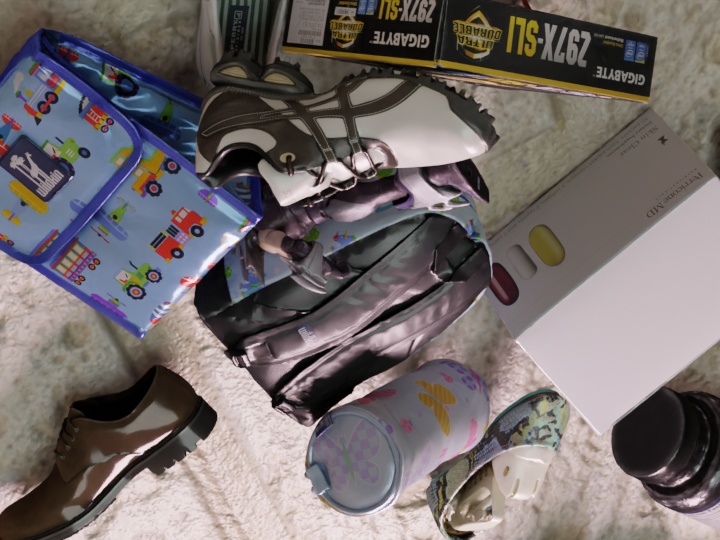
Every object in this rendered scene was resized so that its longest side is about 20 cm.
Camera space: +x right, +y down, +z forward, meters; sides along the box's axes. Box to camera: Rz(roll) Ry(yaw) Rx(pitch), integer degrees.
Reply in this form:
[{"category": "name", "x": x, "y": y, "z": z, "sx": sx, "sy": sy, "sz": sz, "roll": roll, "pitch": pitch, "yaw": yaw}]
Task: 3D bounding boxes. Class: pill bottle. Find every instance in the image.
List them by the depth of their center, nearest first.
[{"category": "pill bottle", "x": 0.327, "y": 0.178, "z": 1.394, "sx": 0.199, "sy": 0.112, "sz": 0.112, "roll": 26, "pitch": 111, "yaw": -35}]

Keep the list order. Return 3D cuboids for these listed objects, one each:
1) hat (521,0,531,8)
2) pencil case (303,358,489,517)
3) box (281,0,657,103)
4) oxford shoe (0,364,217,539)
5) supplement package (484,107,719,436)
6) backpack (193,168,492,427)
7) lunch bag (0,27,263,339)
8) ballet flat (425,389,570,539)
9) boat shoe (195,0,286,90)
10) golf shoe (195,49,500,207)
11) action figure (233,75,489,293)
[{"category": "hat", "x": 0.082, "y": -0.274, "z": 1.013, "sx": 0.176, "sy": 0.165, "sz": 0.201, "roll": -34, "pitch": 158, "yaw": -55}, {"category": "pencil case", "x": 0.033, "y": 0.130, "z": 1.189, "sx": 0.091, "sy": 0.083, "sz": 0.199, "roll": -45, "pitch": 168, "yaw": 26}, {"category": "box", "x": 0.074, "y": -0.149, "z": 0.994, "sx": 0.198, "sy": 0.159, "sz": 0.050, "roll": 3, "pitch": 96, "yaw": -40}, {"category": "oxford shoe", "x": -0.214, "y": 0.142, "z": 1.171, "sx": 0.199, "sy": 0.073, "sz": 0.085, "roll": -38, "pitch": 113, "yaw": 4}, {"category": "supplement package", "x": 0.215, "y": 0.003, "z": 1.222, "sx": 0.199, "sy": 0.111, "sz": 0.156, "roll": -40, "pitch": 130, "yaw": 6}, {"category": "backpack", "x": 0.000, "y": 0.000, "z": 1.119, "sx": 0.198, "sy": 0.155, "sz": 0.163, "roll": -25, "pitch": 129, "yaw": 23}, {"category": "lunch bag", "x": -0.183, "y": -0.070, "z": 1.006, "sx": 0.199, "sy": 0.095, "sz": 0.150, "roll": 31, "pitch": 128, "yaw": -24}, {"category": "ballet flat", "x": 0.122, "y": 0.176, "z": 1.286, "sx": 0.073, "sy": 0.075, "sz": 0.200, "roll": 4, "pitch": 146, "yaw": -25}, {"category": "boat shoe", "x": -0.070, "y": -0.199, "z": 0.982, "sx": 0.073, "sy": 0.067, "sz": 0.202, "roll": -10, "pitch": 126, "yaw": -17}, {"category": "golf shoe", "x": -0.012, "y": -0.075, "z": 0.933, "sx": 0.197, "sy": 0.096, "sz": 0.078, "roll": 8, "pitch": 154, "yaw": 25}, {"category": "action figure", "x": -0.016, "y": -0.053, "z": 1.028, "sx": 0.198, "sy": 0.132, "sz": 0.069, "roll": -20, "pitch": 150, "yaw": 27}]
